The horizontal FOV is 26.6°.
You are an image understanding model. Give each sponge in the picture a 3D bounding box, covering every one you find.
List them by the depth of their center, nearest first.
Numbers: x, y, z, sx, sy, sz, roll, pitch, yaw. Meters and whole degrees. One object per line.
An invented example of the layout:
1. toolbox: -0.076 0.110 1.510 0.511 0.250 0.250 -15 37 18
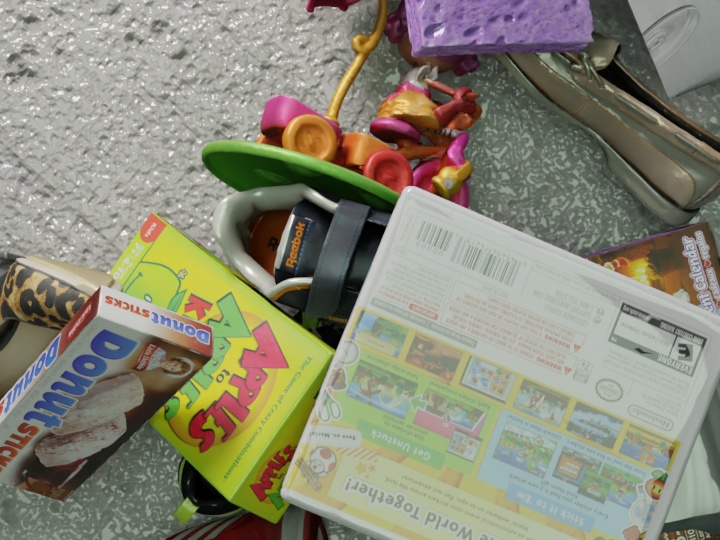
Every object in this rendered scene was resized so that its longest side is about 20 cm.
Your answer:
1. sponge: 0.072 -0.228 0.921 0.111 0.030 0.202 -6 82 -16

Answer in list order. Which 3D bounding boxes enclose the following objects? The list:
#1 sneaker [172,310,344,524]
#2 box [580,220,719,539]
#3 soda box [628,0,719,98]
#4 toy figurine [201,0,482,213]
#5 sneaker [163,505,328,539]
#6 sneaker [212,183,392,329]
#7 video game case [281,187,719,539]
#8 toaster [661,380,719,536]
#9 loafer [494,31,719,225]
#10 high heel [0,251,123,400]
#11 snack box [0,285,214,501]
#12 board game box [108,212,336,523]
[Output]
1. sneaker: -0.043 0.085 0.968 0.072 0.083 0.200 38 89 2
2. box: 0.186 0.083 0.985 0.136 0.039 0.201 -17 88 2
3. soda box: 0.186 -0.213 0.932 0.068 0.063 0.201 -19 102 30
4. toy figurine: 0.022 -0.120 0.963 0.199 0.150 0.185 23 79 -20
5. sneaker: -0.083 0.223 0.926 0.115 0.200 0.079 -10 114 12
6. sneaker: 0.000 0.000 0.891 0.199 0.079 0.079 12 81 28
7. video game case: 0.082 0.076 0.833 0.199 0.023 0.183 23 85 -2
8. toaster: 0.141 0.101 0.913 0.199 0.114 0.130 -11 85 5
9. loafer: 0.158 -0.118 0.969 0.200 0.072 0.063 45 125 -4
10. high heel: -0.200 0.065 0.928 0.071 0.200 0.144 15 85 -30
11. snack box: -0.163 0.077 0.891 0.072 0.200 0.024 23 48 -25
12. board game box: -0.091 0.054 0.929 0.200 0.048 0.102 35 89 43
